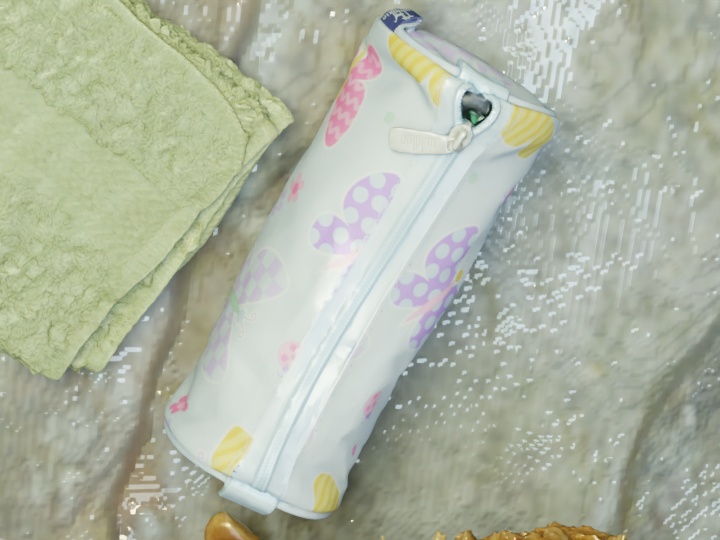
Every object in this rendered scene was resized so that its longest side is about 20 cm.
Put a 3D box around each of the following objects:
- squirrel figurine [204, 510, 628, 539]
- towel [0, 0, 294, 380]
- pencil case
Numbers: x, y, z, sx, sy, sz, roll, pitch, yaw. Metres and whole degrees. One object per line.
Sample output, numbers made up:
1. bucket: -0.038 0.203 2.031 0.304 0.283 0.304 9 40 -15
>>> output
1. squirrel figurine: 0.020 0.150 0.960 0.186 0.200 0.142 14 66 -7
2. towel: -0.138 -0.057 0.899 0.200 0.037 0.149 36 98 -28
3. pencil case: 0.000 0.000 0.938 0.083 0.091 0.201 25 103 -25
